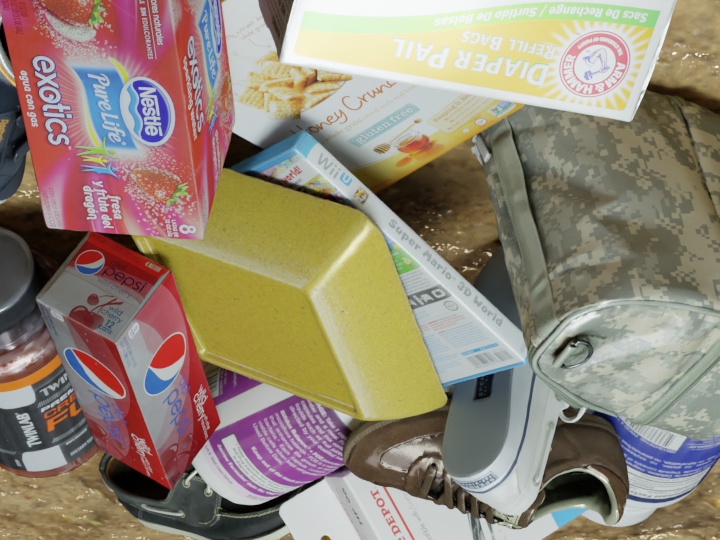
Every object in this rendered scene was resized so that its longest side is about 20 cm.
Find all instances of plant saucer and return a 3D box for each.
[{"bbox_3d":[-0.059,0.018,1.373,0.199,0.049,0.201,18,150,30],"label":"plant saucer"}]

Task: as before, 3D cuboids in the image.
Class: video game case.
[{"bbox_3d":[0.000,0.000,1.352,0.200,0.018,0.143,42,153,-16],"label":"video game case"}]

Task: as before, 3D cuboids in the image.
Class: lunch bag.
[{"bbox_3d":[0.160,-0.014,1.314,0.167,0.201,0.139,17,135,-30],"label":"lunch bag"}]

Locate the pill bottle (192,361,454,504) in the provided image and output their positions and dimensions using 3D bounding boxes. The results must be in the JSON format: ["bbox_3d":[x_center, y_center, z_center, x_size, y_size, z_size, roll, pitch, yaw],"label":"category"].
[{"bbox_3d":[-0.024,0.083,1.527,0.199,0.113,0.112,-27,141,33],"label":"pill bottle"}]

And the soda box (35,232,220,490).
[{"bbox_3d":[-0.150,0.062,1.429,0.070,0.064,0.200,26,154,21],"label":"soda box"}]

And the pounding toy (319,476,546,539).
[{"bbox_3d":[0.026,0.203,1.676,0.183,0.201,0.142,-23,162,35],"label":"pounding toy"}]

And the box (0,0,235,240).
[{"bbox_3d":[-0.128,-0.122,1.161,0.095,0.100,0.201,4,136,8],"label":"box"}]

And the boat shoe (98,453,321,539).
[{"bbox_3d":[-0.116,0.165,1.653,0.199,0.072,0.068,0,140,39],"label":"boat shoe"}]

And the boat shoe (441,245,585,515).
[{"bbox_3d":[0.113,0.072,1.431,0.074,0.203,0.086,-16,136,34],"label":"boat shoe"}]

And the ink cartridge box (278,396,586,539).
[{"bbox_3d":[0.056,0.167,1.552,0.199,0.117,0.068,-31,-178,-14],"label":"ink cartridge box"}]

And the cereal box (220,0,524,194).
[{"bbox_3d":[-0.020,-0.120,1.274,0.199,0.040,0.143,26,138,-38],"label":"cereal box"}]

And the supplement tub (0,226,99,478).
[{"bbox_3d":[-0.233,0.053,1.468,0.106,0.108,0.200,-5,148,4],"label":"supplement tub"}]

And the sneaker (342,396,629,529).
[{"bbox_3d":[0.089,0.135,1.464,0.198,0.076,0.071,0,136,-14],"label":"sneaker"}]

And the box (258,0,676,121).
[{"bbox_3d":[0.055,-0.160,1.125,0.198,0.113,0.102,8,120,-18],"label":"box"}]

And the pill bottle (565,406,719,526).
[{"bbox_3d":[0.211,0.102,1.571,0.119,0.120,0.200,5,148,-12],"label":"pill bottle"}]

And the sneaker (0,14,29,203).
[{"bbox_3d":[-0.205,-0.106,1.245,0.079,0.079,0.201,0,146,5],"label":"sneaker"}]
